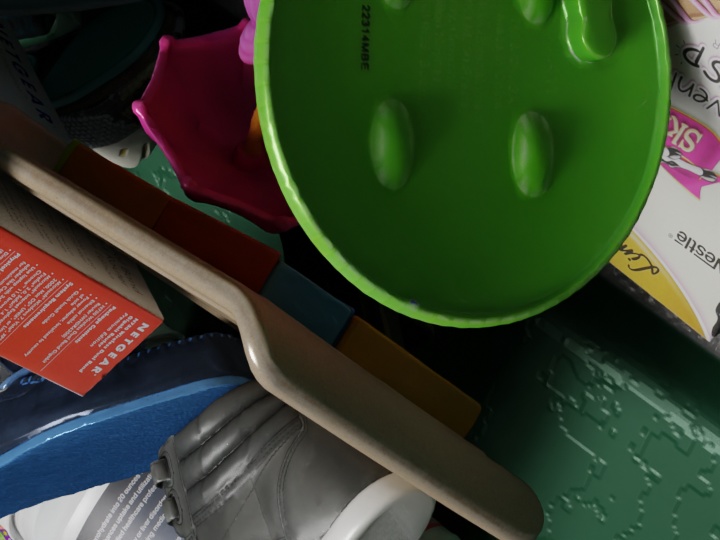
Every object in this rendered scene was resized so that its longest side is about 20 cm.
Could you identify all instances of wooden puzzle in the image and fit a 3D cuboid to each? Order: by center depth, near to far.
[{"bbox_3d":[-0.034,0.014,0.723,0.200,0.037,0.185,36,179,44],"label":"wooden puzzle"}]

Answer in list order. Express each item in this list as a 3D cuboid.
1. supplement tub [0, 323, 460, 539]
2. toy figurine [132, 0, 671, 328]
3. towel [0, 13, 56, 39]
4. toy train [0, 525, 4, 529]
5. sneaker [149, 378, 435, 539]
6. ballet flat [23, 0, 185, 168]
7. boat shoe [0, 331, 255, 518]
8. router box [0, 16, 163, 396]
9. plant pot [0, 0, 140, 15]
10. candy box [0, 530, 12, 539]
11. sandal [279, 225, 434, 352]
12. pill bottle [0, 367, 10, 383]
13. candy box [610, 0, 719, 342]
[{"bbox_3d":[-0.061,0.128,0.911,0.199,0.140,0.141,37,137,18],"label":"supplement tub"},{"bbox_3d":[-0.010,-0.085,0.660,0.184,0.149,0.202,2,91,59],"label":"toy figurine"},{"bbox_3d":[-0.227,-0.176,0.939,0.199,0.022,0.148,1,110,42],"label":"towel"},{"bbox_3d":[-0.234,0.111,1.004,0.199,0.149,0.056,-10,90,60],"label":"toy train"},{"bbox_3d":[-0.058,0.129,0.804,0.099,0.070,0.201,47,112,30],"label":"sneaker"},{"bbox_3d":[-0.129,-0.076,0.905,0.199,0.072,0.073,-9,110,46],"label":"ballet flat"},{"bbox_3d":[-0.138,0.055,0.834,0.198,0.084,0.069,-18,64,16],"label":"boat shoe"},{"bbox_3d":[-0.181,-0.063,0.762,0.049,0.179,0.201,-42,52,12],"label":"router box"},{"bbox_3d":[-0.110,-0.193,0.720,0.200,0.199,0.136,-22,74,49],"label":"plant pot"},{"bbox_3d":[-0.192,0.152,1.140,0.102,0.026,0.202,-4,114,41],"label":"candy box"},{"bbox_3d":[0.000,0.000,0.831,0.081,0.054,0.202,19,129,53],"label":"sandal"},{"bbox_3d":[-0.211,0.021,0.980,0.199,0.114,0.115,-10,111,56],"label":"pill bottle"},{"bbox_3d":[0.115,-0.093,0.652,0.136,0.061,0.201,39,138,18],"label":"candy box"}]
